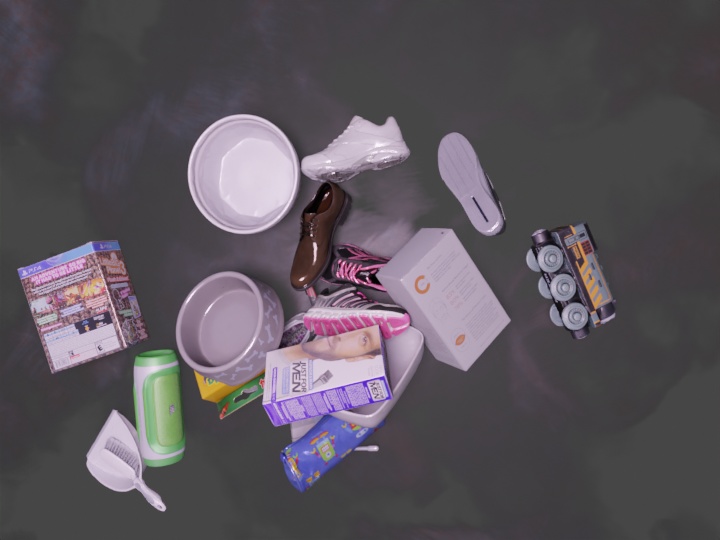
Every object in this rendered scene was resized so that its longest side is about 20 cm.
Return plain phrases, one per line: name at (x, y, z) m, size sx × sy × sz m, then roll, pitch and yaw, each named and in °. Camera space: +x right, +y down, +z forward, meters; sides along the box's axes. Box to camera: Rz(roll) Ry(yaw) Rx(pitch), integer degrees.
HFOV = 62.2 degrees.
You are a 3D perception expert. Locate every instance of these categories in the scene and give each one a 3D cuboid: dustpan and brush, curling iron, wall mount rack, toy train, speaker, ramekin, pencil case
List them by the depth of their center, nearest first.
pencil case at (-0.050, 0.289, 1.034) m, size 0.198 × 0.078 × 0.088 m, roll -36°, pitch 102°, yaw -20°
toy train at (0.369, 0.013, 1.036) m, size 0.112 × 0.085 × 0.204 m, roll -24°, pitch 91°, yaw -2°
ramekin at (-0.196, -0.168, 1.069) m, size 0.195 × 0.105 × 0.205 m, roll 1°, pitch 95°, yaw 7°
curling iron at (-0.070, 0.089, 1.108) m, size 0.025 × 0.050 × 0.204 m, roll -21°, pitch 97°, yaw 8°
wall mount rack at (-0.062, 0.287, 1.108) m, size 0.170 × 0.074 × 0.205 m, roll -9°, pitch 95°, yaw -27°
speaker at (-0.379, 0.258, 1.129) m, size 0.086 × 0.088 × 0.205 m, roll -3°, pitch 94°, yaw 6°
dustpan and brush at (-0.442, 0.386, 1.150) m, size 0.198 × 0.057 × 0.141 m, roll 36°, pitch 105°, yaw 3°

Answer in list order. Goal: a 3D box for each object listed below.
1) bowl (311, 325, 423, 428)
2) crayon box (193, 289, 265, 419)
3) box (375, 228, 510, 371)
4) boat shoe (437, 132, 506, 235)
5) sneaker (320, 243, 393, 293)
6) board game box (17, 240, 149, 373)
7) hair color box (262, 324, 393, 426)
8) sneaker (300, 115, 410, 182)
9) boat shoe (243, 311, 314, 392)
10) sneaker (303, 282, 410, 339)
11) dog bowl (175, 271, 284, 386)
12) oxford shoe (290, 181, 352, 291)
bowl at (-0.001, 0.173, 1.027) m, size 0.197 × 0.200 × 0.076 m, roll 16°, pitch 141°, yaw 33°
crayon box at (-0.242, 0.145, 1.078) m, size 0.126 × 0.051 × 0.202 m, roll -31°, pitch 62°, yaw 8°
box at (0.140, 0.046, 1.004) m, size 0.124 × 0.097 × 0.201 m, roll -42°, pitch 110°, yaw -16°
boat shoe at (0.194, -0.145, 1.048) m, size 0.071 × 0.071 × 0.204 m, roll -27°, pitch 71°, yaw 20°
sneaker at (0.000, 0.000, 1.066) m, size 0.195 × 0.095 × 0.081 m, roll 9°, pitch 97°, yaw 7°
board game box at (-0.517, 0.065, 1.124) m, size 0.156 × 0.097 × 0.204 m, roll -17°, pitch 92°, yaw 7°
hair color box at (-0.053, 0.166, 0.951) m, size 0.195 × 0.110 × 0.066 m, roll -14°, pitch 129°, yaw 5°
sneaker at (-0.016, -0.221, 1.064) m, size 0.196 × 0.078 × 0.102 m, roll -14°, pitch 82°, yaw -9°
boat shoe at (-0.160, 0.157, 1.106) m, size 0.198 × 0.069 × 0.073 m, roll -36°, pitch 90°, yaw 7°
sneaker at (-0.004, 0.064, 1.033) m, size 0.196 × 0.074 × 0.089 m, roll -2°, pitch 50°, yaw 28°
dog bowl at (-0.232, 0.094, 1.033) m, size 0.196 × 0.059 × 0.205 m, roll -8°, pitch 67°, yaw 19°
oxford shoe at (-0.086, -0.064, 1.049) m, size 0.071 × 0.084 × 0.204 m, roll 11°, pitch 76°, yaw 31°
